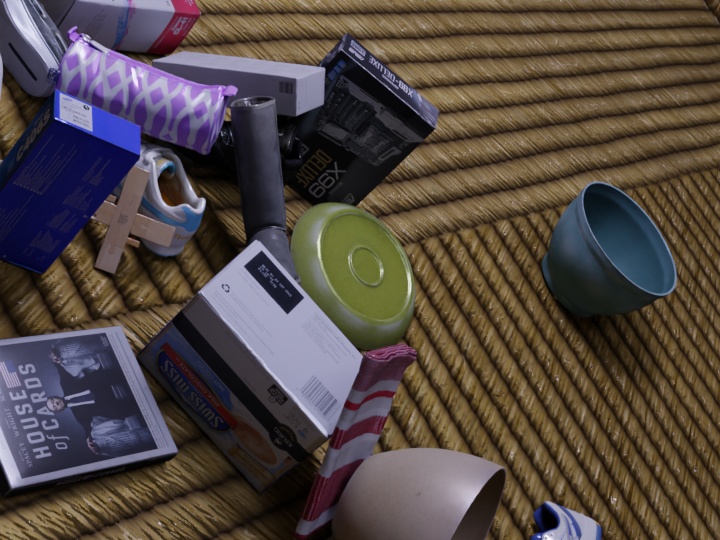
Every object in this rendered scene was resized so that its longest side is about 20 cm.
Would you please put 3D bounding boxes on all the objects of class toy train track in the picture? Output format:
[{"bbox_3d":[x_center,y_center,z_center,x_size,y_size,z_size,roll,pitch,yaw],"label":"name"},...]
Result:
[{"bbox_3d":[-0.295,-0.070,1.433,0.198,0.116,0.032,21,-2,-18],"label":"toy train track"}]

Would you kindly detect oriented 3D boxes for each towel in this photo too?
[{"bbox_3d":[-0.004,0.173,1.381,0.023,0.202,0.144,24,9,16],"label":"towel"}]

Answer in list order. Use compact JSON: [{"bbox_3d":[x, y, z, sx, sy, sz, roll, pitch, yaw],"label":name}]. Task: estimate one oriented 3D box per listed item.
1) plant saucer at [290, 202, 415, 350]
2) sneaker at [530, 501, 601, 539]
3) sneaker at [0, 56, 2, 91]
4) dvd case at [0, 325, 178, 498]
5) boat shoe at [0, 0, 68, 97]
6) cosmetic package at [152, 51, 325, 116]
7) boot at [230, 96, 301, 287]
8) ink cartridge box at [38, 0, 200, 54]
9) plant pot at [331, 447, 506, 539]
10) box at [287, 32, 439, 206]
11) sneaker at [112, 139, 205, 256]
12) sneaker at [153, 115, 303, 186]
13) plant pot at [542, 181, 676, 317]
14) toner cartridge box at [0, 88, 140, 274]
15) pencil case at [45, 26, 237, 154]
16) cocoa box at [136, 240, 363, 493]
[{"bbox_3d":[0.000,0.000,1.679,0.198,0.031,0.202,22,53,-32],"label":"plant saucer"},{"bbox_3d":[0.233,0.361,1.602,0.087,0.076,0.201,29,31,-7],"label":"sneaker"},{"bbox_3d":[-0.403,-0.185,1.381,0.077,0.099,0.201,32,38,-21],"label":"sneaker"},{"bbox_3d":[-0.282,0.130,1.285,0.199,0.025,0.152,-5,61,-50],"label":"dvd case"},{"bbox_3d":[-0.396,-0.287,1.526,0.202,0.072,0.071,60,27,-3],"label":"boat shoe"},{"bbox_3d":[-0.149,-0.228,1.634,0.197,0.051,0.082,10,22,22],"label":"cosmetic package"},{"bbox_3d":[-0.107,-0.087,1.508,0.071,0.203,0.182,-1,17,-15],"label":"boot"},{"bbox_3d":[-0.315,-0.352,1.649,0.199,0.085,0.149,-4,60,-51],"label":"ink cartridge box"},{"bbox_3d":[0.048,0.266,1.400,0.133,0.203,0.200,25,30,18],"label":"plant pot"},{"bbox_3d":[-0.022,-0.177,1.703,0.157,0.200,0.050,38,33,-17],"label":"box"},{"bbox_3d":[-0.247,-0.116,1.504,0.201,0.081,0.076,50,36,9],"label":"sneaker"},{"bbox_3d":[-0.151,-0.163,1.623,0.198,0.114,0.077,24,51,-28],"label":"sneaker"},{"bbox_3d":[0.359,-0.013,2.022,0.199,0.134,0.202,28,41,-27],"label":"plant pot"},{"bbox_3d":[-0.303,-0.082,1.306,0.094,0.200,0.044,23,41,-31],"label":"toner cartridge box"},{"bbox_3d":[-0.242,-0.198,1.487,0.197,0.086,0.084,20,23,-7],"label":"pencil case"},{"bbox_3d":[-0.106,0.101,1.409,0.200,0.131,0.133,48,36,-2],"label":"cocoa box"}]
